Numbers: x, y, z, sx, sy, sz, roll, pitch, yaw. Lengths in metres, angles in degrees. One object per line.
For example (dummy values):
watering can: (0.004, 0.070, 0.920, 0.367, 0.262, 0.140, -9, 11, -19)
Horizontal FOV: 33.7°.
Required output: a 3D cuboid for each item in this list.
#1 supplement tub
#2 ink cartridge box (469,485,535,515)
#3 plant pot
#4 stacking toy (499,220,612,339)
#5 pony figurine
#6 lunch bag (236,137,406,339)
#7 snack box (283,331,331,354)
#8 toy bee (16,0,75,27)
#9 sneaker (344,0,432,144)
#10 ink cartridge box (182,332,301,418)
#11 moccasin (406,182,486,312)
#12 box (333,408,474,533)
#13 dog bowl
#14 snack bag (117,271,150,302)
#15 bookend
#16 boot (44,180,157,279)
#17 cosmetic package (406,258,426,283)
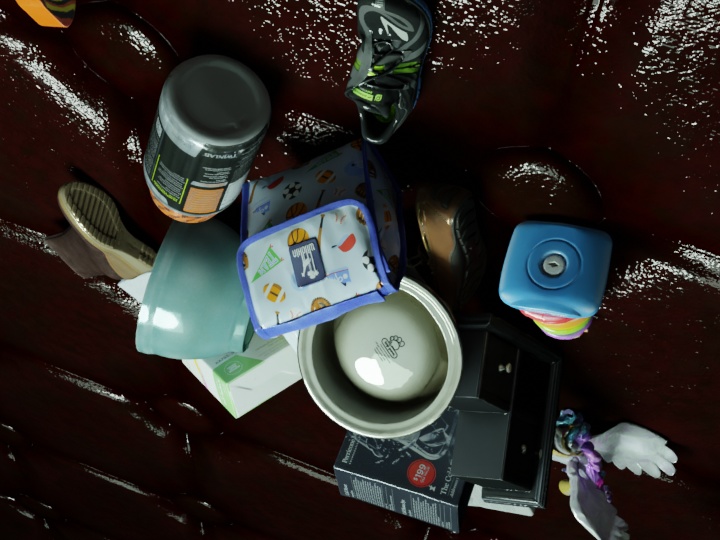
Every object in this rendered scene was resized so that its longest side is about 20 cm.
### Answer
supplement tub: (-0.179, -0.141, 1.347, 0.122, 0.123, 0.200, 27, 149, -6)
ink cartridge box: (0.171, 0.314, 1.887, 0.174, 0.045, 0.201, 2, 143, 31)
plant pot: (-0.195, 0.031, 1.558, 0.133, 0.202, 0.201, 18, 150, 1)
stacking toy: (0.232, 0.036, 1.375, 0.115, 0.111, 0.200, 9, 158, 19)
pony figurine: (0.308, 0.269, 1.644, 0.192, 0.167, 0.200, 35, 164, -4)
lunch bag: (-0.042, -0.030, 1.300, 0.168, 0.201, 0.124, -20, 135, 19)
snack box: (-0.066, 0.052, 1.513, 0.053, 0.143, 0.201, -29, 115, 11)
toy bee: (-0.350, -0.331, 1.215, 0.129, 0.110, 0.200, 12, 174, 4)
sneaker: (0.026, -0.197, 1.154, 0.070, 0.083, 0.200, 17, 149, 11)
ink cartridge box: (-0.181, 0.104, 1.654, 0.200, 0.116, 0.068, 36, 148, 45)
moccasin: (0.098, -0.025, 1.385, 0.077, 0.074, 0.202, 24, 156, 28)
box: (0.082, 0.235, 1.673, 0.180, 0.201, 0.105, 14, 150, 15)
dog bowl: (0.029, 0.090, 1.396, 0.198, 0.074, 0.203, 3, 103, 16)
snack bag: (-0.250, 0.049, 1.796, 0.188, 0.022, 0.199, 42, 145, -27)
bookend: (0.159, 0.174, 1.474, 0.091, 0.201, 0.199, -2, 160, 37)
boot: (-0.400, -0.048, 1.696, 0.165, 0.073, 0.200, -5, 143, 36)
cosmetic package: (0.000, 0.000, 1.491, 0.101, 0.072, 0.200, -3, 140, 36)
